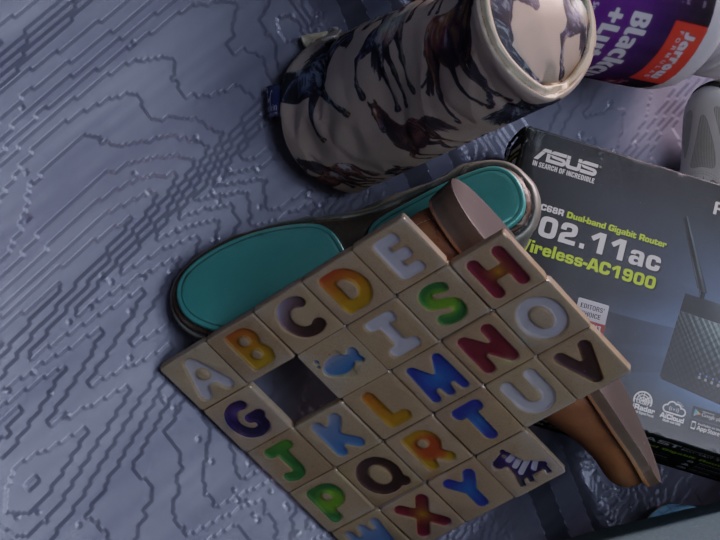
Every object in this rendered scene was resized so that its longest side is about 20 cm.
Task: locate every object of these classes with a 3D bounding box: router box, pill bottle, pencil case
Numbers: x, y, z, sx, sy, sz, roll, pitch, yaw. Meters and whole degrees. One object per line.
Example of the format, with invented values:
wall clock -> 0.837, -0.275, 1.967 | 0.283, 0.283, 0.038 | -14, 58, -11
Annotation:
router box -> 0.160, 0.023, 1.100 | 0.200, 0.062, 0.150 | 17, 73, -3
pill bottle -> 0.141, -0.163, 1.125 | 0.200, 0.111, 0.112 | 7, 81, -32
pencil case -> 0.034, -0.103, 0.996 | 0.078, 0.200, 0.090 | -27, 94, -36

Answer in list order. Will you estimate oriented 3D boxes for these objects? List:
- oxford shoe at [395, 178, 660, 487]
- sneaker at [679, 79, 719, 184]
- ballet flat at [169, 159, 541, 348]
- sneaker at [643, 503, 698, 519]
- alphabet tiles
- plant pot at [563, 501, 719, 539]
oxford shoe -> 0.081, 0.045, 1.008 | 0.071, 0.071, 0.200 | -37, 110, 15
sneaker -> 0.201, -0.010, 1.170 | 0.115, 0.076, 0.201 | -11, 94, -36
ballet flat -> 0.000, 0.000, 1.035 | 0.200, 0.064, 0.067 | -19, 72, -6
sneaker -> 0.225, 0.232, 1.147 | 0.079, 0.095, 0.200 | -30, 101, -31
alphabet tiles -> 0.025, 0.060, 0.986 | 0.167, 0.200, 0.008 | 46, 33, -21
plant pot -> 0.127, 0.232, 1.016 | 0.200, 0.196, 0.197 | -8, 89, 6
